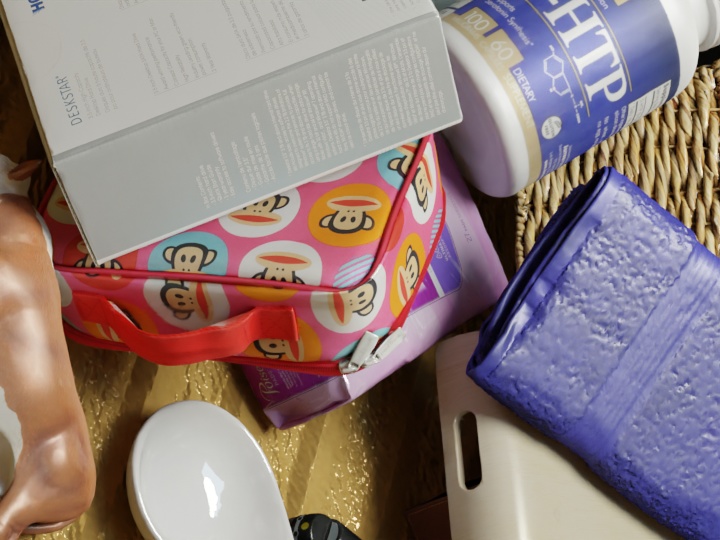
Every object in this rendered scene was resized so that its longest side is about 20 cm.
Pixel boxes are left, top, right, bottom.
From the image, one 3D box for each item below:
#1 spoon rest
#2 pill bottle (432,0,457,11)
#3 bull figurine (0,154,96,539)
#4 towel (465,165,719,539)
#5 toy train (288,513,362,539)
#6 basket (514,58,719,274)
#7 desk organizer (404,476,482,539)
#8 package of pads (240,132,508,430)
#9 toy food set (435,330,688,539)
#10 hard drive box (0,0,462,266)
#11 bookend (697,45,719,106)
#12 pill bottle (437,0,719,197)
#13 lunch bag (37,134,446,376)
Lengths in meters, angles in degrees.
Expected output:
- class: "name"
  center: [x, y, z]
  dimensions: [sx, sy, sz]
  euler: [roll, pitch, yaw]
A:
- class: "spoon rest"
  center: [-0.063, 0.163, 1.053]
  dimensions: [0.099, 0.060, 0.201]
  euler: [-22, 91, -51]
- class: "pill bottle"
  center: [0.077, -0.219, 1.340]
  dimensions: [0.111, 0.111, 0.201]
  euler: [4, 71, -47]
- class: "bull figurine"
  center: [-0.183, 0.039, 0.953]
  dimensions: [0.121, 0.065, 0.201]
  euler: [-25, 103, -44]
- class: "towel"
  center: [0.170, 0.053, 1.161]
  dimensions: [0.200, 0.050, 0.148]
  euler: [37, 85, -16]
- class: "toy train"
  center: [0.029, 0.198, 1.151]
  dimensions: [0.200, 0.046, 0.034]
  euler: [41, 47, -29]
- class: "basket"
  center: [0.183, -0.019, 1.310]
  dimensions: [0.143, 0.148, 0.201]
  euler: [60, 28, -60]
- class: "desk organizer"
  center: [0.121, 0.153, 1.257]
  dimensions: [0.200, 0.072, 0.077]
  euler: [-17, 84, -50]
- class: "package of pads"
  center: [0.000, 0.000, 1.184]
  dimensions: [0.200, 0.076, 0.121]
  euler: [-30, 93, -50]
- class: "toy food set"
  center: [0.133, 0.126, 1.195]
  dimensions: [0.199, 0.060, 0.144]
  euler: [14, 59, -33]
- class: "hard drive box"
  center: [-0.070, -0.113, 1.008]
  dimensions: [0.077, 0.199, 0.156]
  euler: [74, -6, -47]
- class: "bookend"
  center: [0.294, -0.091, 1.460]
  dimensions: [0.200, 0.198, 0.092]
  euler: [50, 41, -22]
- class: "pill bottle"
  center: [0.138, -0.143, 1.228]
  dimensions: [0.199, 0.120, 0.120]
  euler: [-32, 99, -16]
- class: "lunch bag"
  center: [-0.065, -0.019, 1.025]
  dimensions: [0.082, 0.199, 0.177]
  euler: [78, 25, -44]
